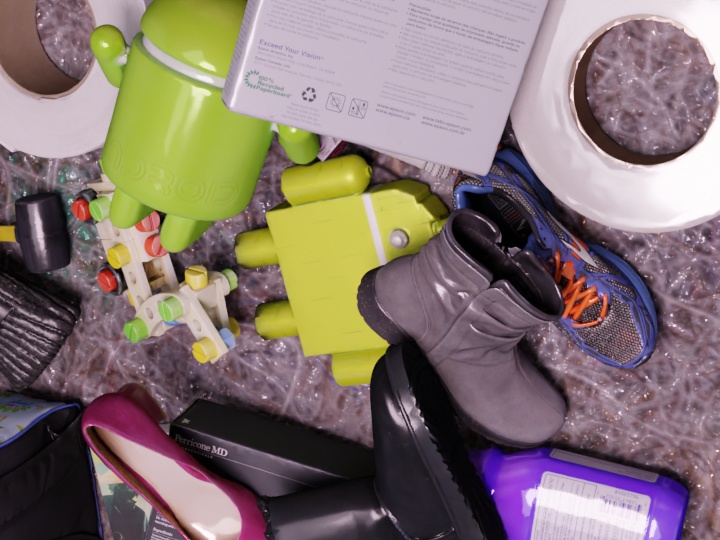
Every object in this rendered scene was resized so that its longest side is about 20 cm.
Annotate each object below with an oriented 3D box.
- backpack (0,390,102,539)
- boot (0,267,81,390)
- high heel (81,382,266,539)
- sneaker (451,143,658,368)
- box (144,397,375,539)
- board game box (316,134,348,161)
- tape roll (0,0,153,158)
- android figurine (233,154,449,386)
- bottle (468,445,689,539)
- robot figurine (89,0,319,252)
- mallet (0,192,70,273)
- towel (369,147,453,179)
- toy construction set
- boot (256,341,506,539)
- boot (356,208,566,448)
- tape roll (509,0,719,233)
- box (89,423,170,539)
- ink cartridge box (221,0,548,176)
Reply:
[{"bbox_3d":[-0.329,0.211,1.325,0.146,0.200,0.184,5,107,25],"label":"backpack"},{"bbox_3d":[-0.346,0.045,1.357,0.158,0.080,0.211,32,150,-19],"label":"boot"},{"bbox_3d":[-0.132,0.172,1.167,0.067,0.096,0.200,-33,94,15],"label":"high heel"},{"bbox_3d":[0.133,-0.002,1.132,0.200,0.078,0.075,45,117,7],"label":"sneaker"},{"bbox_3d":[-0.064,0.202,1.249,0.199,0.079,0.142,17,107,7],"label":"box"},{"bbox_3d":[-0.002,-0.190,1.137,0.120,0.032,0.200,47,114,9],"label":"board game box"},{"bbox_3d":[-0.237,-0.193,1.245,0.202,0.071,0.203,6,107,21],"label":"tape roll"},{"bbox_3d":[0.000,0.000,1.210,0.199,0.041,0.183,-7,104,27],"label":"android figurine"},{"bbox_3d":[0.143,0.177,1.178,0.199,0.065,0.084,12,105,16],"label":"bottle"},{"bbox_3d":[-0.117,-0.117,1.123,0.175,0.116,0.201,24,113,9],"label":"robot figurine"},{"bbox_3d":[-0.337,-0.042,1.353,0.199,0.041,0.066,8,109,26],"label":"mallet"},{"bbox_3d":[0.007,-0.191,1.159,0.199,0.035,0.193,26,113,16],"label":"towel"},{"bbox_3d":[-0.159,-0.026,1.245,0.131,0.092,0.201,0,98,49],"label":"toy construction set"},{"bbox_3d":[0.001,0.161,1.138,0.162,0.073,0.199,-18,110,18],"label":"boot"},{"bbox_3d":[0.102,0.049,1.115,0.200,0.070,0.132,37,142,-20],"label":"boot"},{"bbox_3d":[0.201,-0.127,1.090,0.202,0.037,0.204,7,108,22],"label":"tape roll"},{"bbox_3d":[-0.145,0.228,1.342,0.144,0.036,0.201,-8,99,25],"label":"box"},{"bbox_3d":[0.026,-0.181,1.052,0.196,0.043,0.201,13,104,-20],"label":"ink cartridge box"}]
